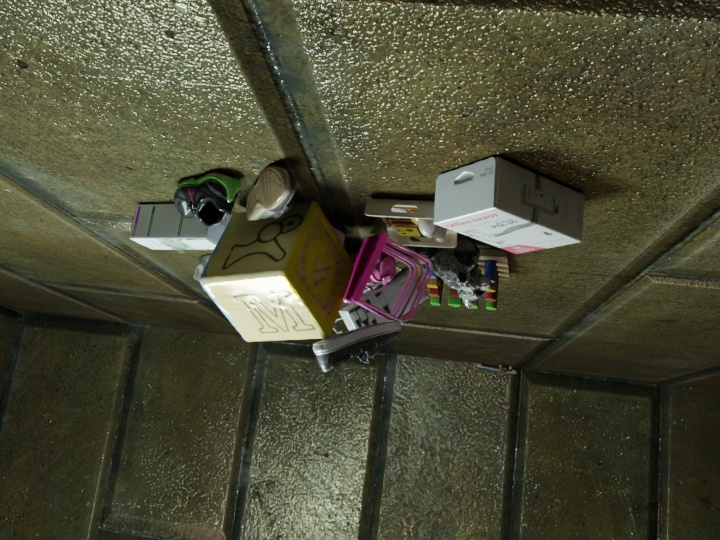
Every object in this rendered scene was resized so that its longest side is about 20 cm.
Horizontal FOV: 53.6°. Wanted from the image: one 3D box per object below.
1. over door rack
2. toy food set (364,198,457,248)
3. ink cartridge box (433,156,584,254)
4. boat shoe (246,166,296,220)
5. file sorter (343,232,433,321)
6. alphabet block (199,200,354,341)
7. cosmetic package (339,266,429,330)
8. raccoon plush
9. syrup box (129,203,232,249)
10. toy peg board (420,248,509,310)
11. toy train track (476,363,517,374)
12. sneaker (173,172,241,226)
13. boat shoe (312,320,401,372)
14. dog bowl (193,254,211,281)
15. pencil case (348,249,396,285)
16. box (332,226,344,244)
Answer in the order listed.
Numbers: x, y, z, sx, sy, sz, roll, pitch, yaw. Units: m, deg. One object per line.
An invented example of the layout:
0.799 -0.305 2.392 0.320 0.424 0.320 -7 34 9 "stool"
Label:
0.007 0.063 1.769 0.067 0.148 0.200 48 143 -3 "over door rack"
0.099 -0.079 1.328 0.142 0.061 0.200 3 167 15 "toy food set"
0.233 -0.097 1.129 0.198 0.084 0.146 15 165 -33 "ink cartridge box"
-0.146 -0.131 1.239 0.064 0.073 0.200 -1 168 -26 "boat shoe"
0.052 0.020 1.418 0.124 0.140 0.200 26 176 -8 "file sorter"
-0.156 0.005 1.386 0.198 0.197 0.197 -5 137 29 "alphabet block"
0.055 0.076 1.614 0.199 0.083 0.051 -33 -169 -23 "cosmetic package"
0.182 -0.009 1.487 0.199 0.097 0.135 31 157 30 "raccoon plush"
-0.377 -0.091 1.492 0.198 0.082 0.079 2 164 24 "syrup box"
0.233 0.022 1.608 0.197 0.099 0.199 3 167 14 "toy peg board"
0.660 0.468 3.447 0.198 0.033 0.114 7 176 26 "toy train track"
-0.291 -0.122 1.306 0.076 0.085 0.199 16 164 -33 "sneaker"
0.001 0.146 1.363 0.199 0.067 0.070 -14 -178 -38 "boat shoe"
-0.355 0.007 1.953 0.197 0.059 0.200 7 167 2 "dog bowl"
0.000 0.000 1.651 0.090 0.095 0.199 -7 177 -34 "pencil case"
-0.137 -0.055 1.548 0.198 0.069 0.082 -1 164 32 "box"
